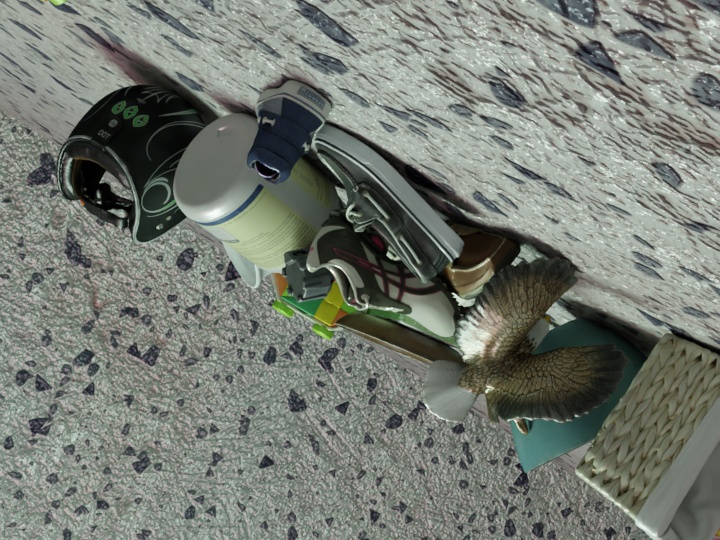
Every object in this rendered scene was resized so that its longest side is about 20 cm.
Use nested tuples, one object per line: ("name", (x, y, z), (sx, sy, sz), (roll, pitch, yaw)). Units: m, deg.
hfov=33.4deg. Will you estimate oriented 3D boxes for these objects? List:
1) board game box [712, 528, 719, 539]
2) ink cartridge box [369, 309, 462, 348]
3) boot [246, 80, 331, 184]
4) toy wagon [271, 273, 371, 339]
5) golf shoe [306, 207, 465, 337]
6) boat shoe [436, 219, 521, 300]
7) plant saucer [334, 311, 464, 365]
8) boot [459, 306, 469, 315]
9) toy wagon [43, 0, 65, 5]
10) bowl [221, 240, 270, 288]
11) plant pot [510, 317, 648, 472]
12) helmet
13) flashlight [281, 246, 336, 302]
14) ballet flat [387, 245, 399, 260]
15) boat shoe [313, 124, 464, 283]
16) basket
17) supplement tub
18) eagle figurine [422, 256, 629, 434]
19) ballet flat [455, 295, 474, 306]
("board game box", (0.425, 0.250, 1.328), (0.061, 0.201, 0.200), (31, 173, -13))
("ink cartridge box", (0.043, 0.045, 1.628), (0.199, 0.048, 0.145), (24, 175, -17))
("boot", (-0.090, -0.136, 1.249), (0.073, 0.091, 0.200), (31, 173, -8))
("toy wagon", (-0.030, 0.022, 1.765), (0.199, 0.156, 0.040), (29, 173, 8))
("golf shoe", (0.027, 0.020, 1.328), (0.200, 0.088, 0.077), (40, 157, -10))
("boat shoe", (0.107, -0.016, 1.336), (0.074, 0.076, 0.200), (44, 164, -11))
("plant saucer", (0.061, 0.099, 1.659), (0.199, 0.032, 0.200), (22, 174, 2))
("boot", (0.104, 0.023, 1.663), (0.186, 0.065, 0.200), (27, 178, -43))
("toy wagon", (-0.375, -0.336, 1.264), (0.199, 0.040, 0.155), (24, 170, 44))
("bowl", (-0.152, -0.084, 1.722), (0.202, 0.090, 0.202), (56, 161, 31))
("plant pot", (0.255, 0.136, 1.424), (0.135, 0.199, 0.200), (64, 180, 12))
("helmet", (-0.286, -0.148, 1.591), (0.199, 0.191, 0.201), (21, 131, 26))
("flashlight", (0.000, 0.000, 1.488), (0.199, 0.068, 0.068), (-13, -143, -36))
("ballet flat", (0.035, -0.049, 1.401), (0.073, 0.073, 0.200), (33, 176, -18))
("boat shoe", (0.018, -0.069, 1.262), (0.200, 0.071, 0.072), (43, 173, 4))
("basket", (0.337, 0.183, 1.263), (0.123, 0.201, 0.135), (31, 175, 41))
("supplement tub", (-0.117, -0.086, 1.487), (0.145, 0.146, 0.200), (23, 169, 46))
("eagle figurine", (0.170, 0.088, 1.279), (0.151, 0.152, 0.200), (20, 156, -15))
("ballet flat", (0.128, 0.017, 1.504), (0.069, 0.070, 0.200), (32, 173, -8))
